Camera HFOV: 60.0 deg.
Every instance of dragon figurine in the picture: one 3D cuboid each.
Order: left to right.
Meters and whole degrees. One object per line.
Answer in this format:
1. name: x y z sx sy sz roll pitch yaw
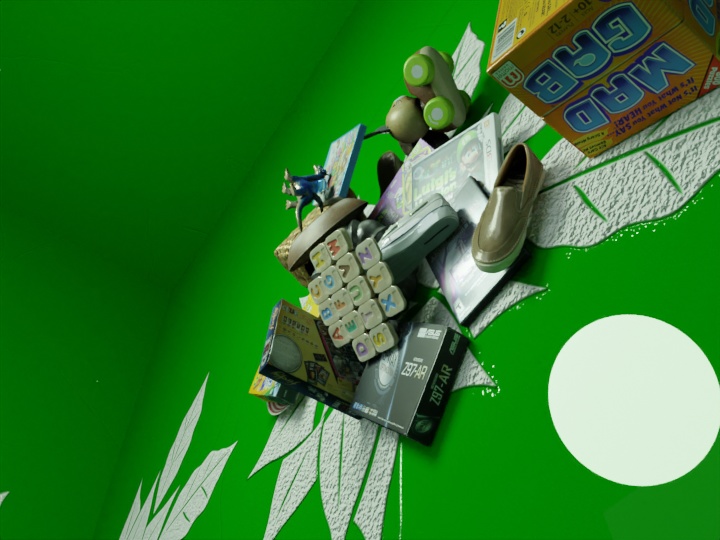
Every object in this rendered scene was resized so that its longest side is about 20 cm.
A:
1. dragon figurine: -0.096 -0.149 1.214 0.202 0.097 0.060 -113 31 -51

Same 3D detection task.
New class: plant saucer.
1. plant saucer: -0.069 -0.075 1.181 0.200 0.037 0.200 -42 -3 -2

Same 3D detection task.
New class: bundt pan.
1. bundt pan: 0.000 0.000 1.088 0.197 0.076 0.207 -6 72 17

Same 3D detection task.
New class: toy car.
1. toy car: 0.092 -0.314 1.205 0.197 0.160 0.164 -24 8 30

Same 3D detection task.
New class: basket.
1. basket: -0.067 -0.058 1.358 0.201 0.143 0.148 -48 15 -18

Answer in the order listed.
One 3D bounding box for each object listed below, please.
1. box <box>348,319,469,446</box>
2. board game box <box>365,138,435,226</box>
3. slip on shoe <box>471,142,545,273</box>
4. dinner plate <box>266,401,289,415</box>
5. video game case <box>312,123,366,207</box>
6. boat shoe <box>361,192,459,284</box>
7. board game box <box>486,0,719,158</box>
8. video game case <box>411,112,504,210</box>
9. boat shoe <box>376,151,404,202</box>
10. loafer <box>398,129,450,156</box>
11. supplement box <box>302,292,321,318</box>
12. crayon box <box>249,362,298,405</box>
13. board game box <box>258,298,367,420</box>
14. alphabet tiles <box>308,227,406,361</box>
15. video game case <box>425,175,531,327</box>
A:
1. box: 0.067 0.161 0.945 0.199 0.043 0.163 -2 62 66
2. board game box: 0.097 -0.131 1.171 0.120 0.032 0.202 44 107 30
3. slip on shoe: 0.203 -0.090 0.864 0.075 0.061 0.202 11 59 39
4. dinner plate: -0.148 0.225 1.378 0.201 0.024 0.203 -49 25 32
5. video game case: -0.046 -0.207 1.266 0.199 0.017 0.147 180 107 -71
6. boat shoe: 0.069 -0.043 1.000 0.198 0.073 0.068 -35 49 15
7. board game box: 0.304 -0.310 0.768 0.199 0.197 0.204 -30 37 52
8. video game case: 0.159 -0.140 1.047 0.198 0.023 0.186 -27 52 45
9. boat shoe: 0.074 -0.141 1.267 0.071 0.064 0.205 -21 61 39
10. loafer: 0.135 -0.243 1.266 0.072 0.072 0.201 -25 34 -5
11. supplement box: -0.028 0.047 1.206 0.204 0.108 0.108 -65 22 -7
12. crayon box: -0.178 0.219 1.355 0.199 0.051 0.128 -17 49 61
13. board game box: -0.068 0.150 1.052 0.035 0.197 0.138 -42 27 38
14. alphabet tiles: -0.013 0.041 0.998 0.014 0.204 0.195 -21 -8 -43
15. video game case: 0.163 -0.034 0.945 0.144 0.019 0.202 -52 36 24
